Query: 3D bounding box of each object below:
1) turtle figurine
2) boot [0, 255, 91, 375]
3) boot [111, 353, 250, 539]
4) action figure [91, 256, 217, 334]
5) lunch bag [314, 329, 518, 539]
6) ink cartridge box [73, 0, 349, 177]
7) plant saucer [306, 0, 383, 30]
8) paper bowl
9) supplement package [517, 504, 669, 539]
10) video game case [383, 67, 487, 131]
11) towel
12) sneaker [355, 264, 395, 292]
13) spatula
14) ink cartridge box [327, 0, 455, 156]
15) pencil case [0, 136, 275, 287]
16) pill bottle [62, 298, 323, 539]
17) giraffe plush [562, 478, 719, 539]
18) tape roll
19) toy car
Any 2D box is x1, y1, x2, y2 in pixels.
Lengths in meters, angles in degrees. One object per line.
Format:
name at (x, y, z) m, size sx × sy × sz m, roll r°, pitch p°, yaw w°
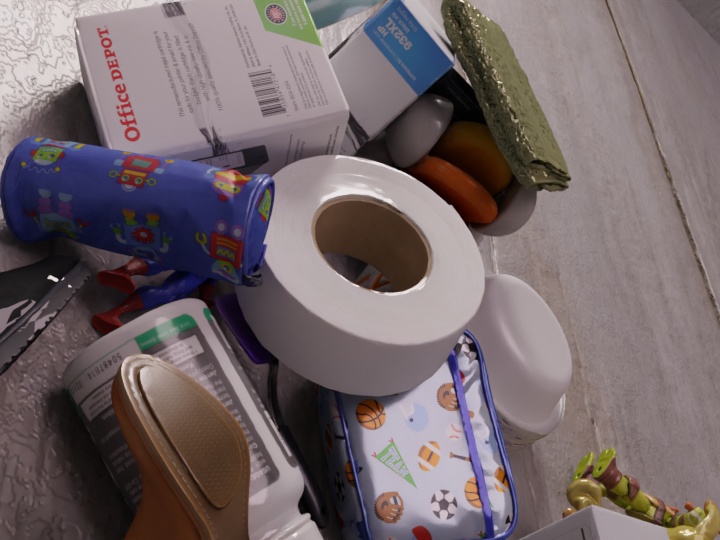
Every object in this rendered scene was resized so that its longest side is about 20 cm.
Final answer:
turtle figurine at (0.318, 0.270, 1.148) m, size 0.161 × 0.065 × 0.200 m, roll 36°, pitch -9°, yaw -2°
boot at (-0.287, -0.020, 0.651) m, size 0.200 × 0.066 × 0.165 m, roll 44°, pitch 32°, yaw -10°
boot at (-0.122, 0.163, 0.607) m, size 0.201 × 0.154 × 0.077 m, roll 54°, pitch 27°, yaw -7°
action figure at (-0.135, -0.002, 0.829) m, size 0.051 × 0.066 × 0.200 m, roll 17°, pitch 25°, yaw 20°
lunch bag at (0.049, 0.142, 0.862) m, size 0.158 × 0.076 × 0.203 m, roll -5°, pitch 72°, yaw -19°
ink cartridge box at (-0.128, -0.150, 0.863) m, size 0.198 × 0.084 × 0.147 m, roll -14°, pitch 67°, yaw -17°
plant saucer at (-0.061, -0.270, 1.049) m, size 0.200 × 0.198 × 0.028 m, roll -54°, pitch 129°, yaw -57°
paper bowl at (0.149, 0.087, 1.086) m, size 0.200 × 0.104 × 0.202 m, roll 35°, pitch 36°, yaw -30°
supplement package at (0.150, 0.284, 0.811) m, size 0.109 × 0.199 × 0.115 m, roll 24°, pitch 44°, yaw -38°
video game case at (0.078, -0.135, 1.109) m, size 0.143 × 0.199 × 0.019 m, roll 41°, pitch 57°, yaw -23°
towel at (0.142, -0.167, 0.992) m, size 0.148 × 0.036 × 0.202 m, roll 2°, pitch 64°, yaw -66°
sneaker at (0.041, 0.085, 0.976) m, size 0.077 × 0.078 × 0.203 m, roll 10°, pitch 63°, yaw -49°
spatula at (-0.065, 0.111, 0.820) m, size 0.056 × 0.020 × 0.202 m, roll -15°, pitch 85°, yaw -66°
ink cartridge box at (-0.007, -0.177, 1.002) m, size 0.084 × 0.200 × 0.145 m, roll 46°, pitch 17°, yaw -12°
pencil case at (-0.157, -0.043, 0.738) m, size 0.197 × 0.088 × 0.079 m, roll 11°, pitch 46°, yaw 7°
pill bottle at (-0.109, 0.131, 0.692) m, size 0.113 × 0.113 × 0.201 m, roll -18°, pitch 75°, yaw -57°
giraffe plush at (0.256, 0.299, 1.005) m, size 0.160 × 0.201 × 0.174 m, roll 17°, pitch 43°, yaw -3°
tape roll at (0.000, 0.000, 0.833) m, size 0.200 × 0.071 × 0.204 m, roll 14°, pitch 45°, yaw -14°
toy car at (0.070, -0.066, 1.048) m, size 0.174 × 0.199 × 0.151 m, roll 36°, pitch 56°, yaw -18°
